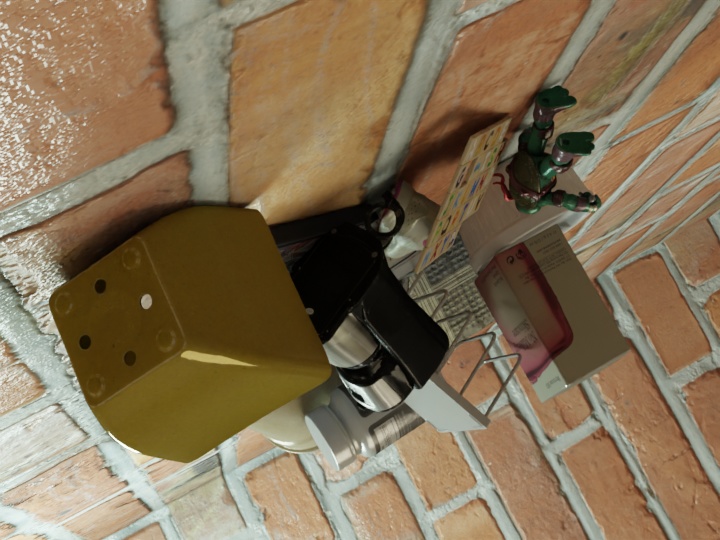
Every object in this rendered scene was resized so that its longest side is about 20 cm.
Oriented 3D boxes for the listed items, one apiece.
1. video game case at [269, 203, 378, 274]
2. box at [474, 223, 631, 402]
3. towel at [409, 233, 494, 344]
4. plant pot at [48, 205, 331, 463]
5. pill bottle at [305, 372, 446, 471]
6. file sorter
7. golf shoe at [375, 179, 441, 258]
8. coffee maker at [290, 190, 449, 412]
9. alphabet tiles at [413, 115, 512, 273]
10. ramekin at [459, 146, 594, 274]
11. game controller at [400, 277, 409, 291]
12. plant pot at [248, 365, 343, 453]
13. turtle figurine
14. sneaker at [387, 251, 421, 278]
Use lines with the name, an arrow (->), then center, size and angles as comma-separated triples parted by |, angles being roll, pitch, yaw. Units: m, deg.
video game case -> -0.098, -0.011, 1.420 | 0.199, 0.026, 0.180 | -17, 163, -47
box -> 0.259, 0.061, 1.622 | 0.108, 0.202, 0.128 | -26, 168, -15
towel -> 0.140, 0.019, 1.806 | 0.191, 0.202, 0.035 | -29, -152, -4
plant pot -> -0.180, 0.056, 1.119 | 0.194, 0.196, 0.200 | -32, 162, 17
pill bottle -> 0.025, 0.202, 1.743 | 0.198, 0.115, 0.114 | -31, 170, -14
file sorter -> 0.098, 0.109, 1.612 | 0.125, 0.199, 0.138 | -55, -167, -22
golf shoe -> 0.069, -0.046, 1.472 | 0.200, 0.091, 0.076 | 77, 38, -80
coffee maker -> 0.022, 0.049, 1.389 | 0.191, 0.135, 0.200 | -35, 139, 7
alphabet tiles -> 0.125, -0.093, 1.369 | 0.200, 0.007, 0.169 | -34, 148, -64
ramekin -> 0.224, -0.089, 1.669 | 0.198, 0.106, 0.200 | -28, 169, -6
game controller -> 0.020, 0.066, 1.760 | 0.103, 0.042, 0.202 | -3, 126, -9
plant pot -> -0.130, 0.173, 1.791 | 0.199, 0.202, 0.183 | -32, 158, 18
turtle figurine -> 0.227, -0.121, 1.435 | 0.100, 0.150, 0.201 | -30, 157, -19
sneaker -> 0.000, 0.000, 1.582 | 0.199, 0.071, 0.073 | -32, -177, -27
